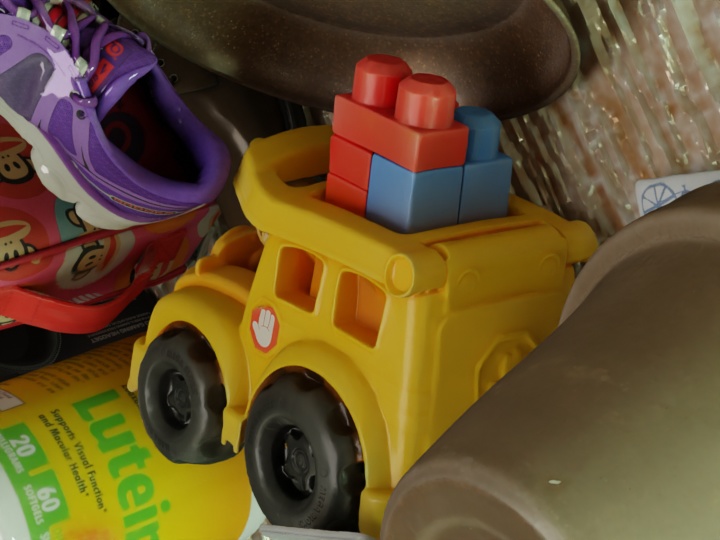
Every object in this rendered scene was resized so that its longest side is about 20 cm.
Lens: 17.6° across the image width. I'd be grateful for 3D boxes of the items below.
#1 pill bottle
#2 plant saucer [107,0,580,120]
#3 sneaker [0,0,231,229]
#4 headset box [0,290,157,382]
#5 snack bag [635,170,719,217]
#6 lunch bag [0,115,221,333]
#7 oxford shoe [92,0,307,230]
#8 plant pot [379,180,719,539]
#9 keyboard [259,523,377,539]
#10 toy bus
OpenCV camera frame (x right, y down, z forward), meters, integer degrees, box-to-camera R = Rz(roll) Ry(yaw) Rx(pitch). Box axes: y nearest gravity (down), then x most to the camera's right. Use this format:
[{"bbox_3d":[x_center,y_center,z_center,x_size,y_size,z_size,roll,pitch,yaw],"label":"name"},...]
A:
[{"bbox_3d":[-0.110,0.090,1.087,0.111,0.200,0.111,26,125,43],"label":"pill bottle"},{"bbox_3d":[-0.008,-0.115,0.911,0.200,0.200,0.037,-12,57,54],"label":"plant saucer"},{"bbox_3d":[-0.125,-0.096,0.936,0.200,0.081,0.083,41,155,-29],"label":"sneaker"},{"bbox_3d":[-0.190,0.043,1.213,0.200,0.149,0.077,42,136,34],"label":"headset box"},{"bbox_3d":[0.187,0.056,0.840,0.188,0.021,0.200,-2,104,52],"label":"snack bag"},{"bbox_3d":[-0.160,-0.045,1.093,0.176,0.200,0.082,56,137,20],"label":"lunch bag"},{"bbox_3d":[-0.086,-0.092,1.074,0.073,0.084,0.200,-32,81,51],"label":"oxford shoe"},{"bbox_3d":[0.105,0.088,0.798,0.200,0.174,0.201,28,130,40],"label":"plant pot"},{"bbox_3d":[0.042,0.136,0.941,0.056,0.200,0.011,7,72,44],"label":"keyboard"},{"bbox_3d":[0.000,0.000,0.968,0.200,0.136,0.192,24,118,47],"label":"toy bus"}]
